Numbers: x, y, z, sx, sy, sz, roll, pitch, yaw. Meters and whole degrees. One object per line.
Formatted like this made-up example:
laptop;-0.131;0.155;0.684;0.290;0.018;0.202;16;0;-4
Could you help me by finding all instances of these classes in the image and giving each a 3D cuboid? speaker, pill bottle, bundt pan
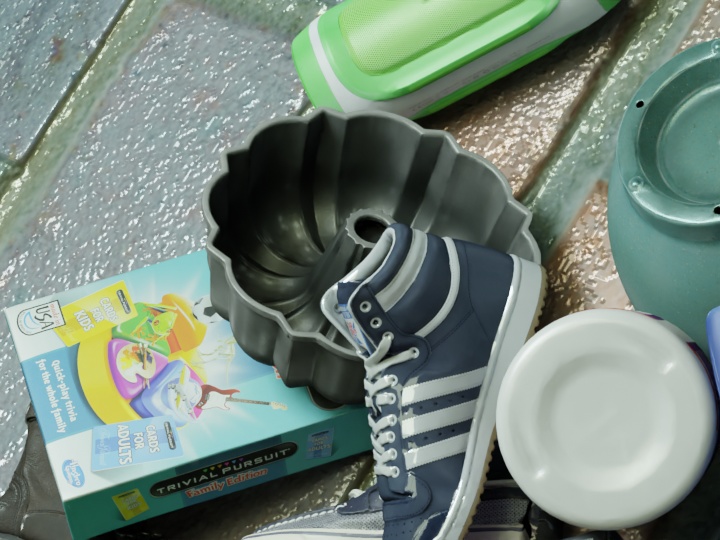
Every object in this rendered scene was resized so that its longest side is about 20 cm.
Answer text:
speaker;0.060;-0.156;1.822;0.200;0.088;0.089;-27;52;13
pill bottle;0.136;0.076;1.557;0.111;0.200;0.112;0;89;9
bundt pan;0.000;0.000;1.721;0.201;0.076;0.202;8;47;-8

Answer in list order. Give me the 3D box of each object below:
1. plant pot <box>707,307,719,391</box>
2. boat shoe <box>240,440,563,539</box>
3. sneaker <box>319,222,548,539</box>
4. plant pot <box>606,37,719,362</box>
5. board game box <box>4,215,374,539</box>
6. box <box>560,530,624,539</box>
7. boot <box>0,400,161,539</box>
plant pot;0.299;0.110;1.449;0.200;0.200;0.180;-13;64;22
boat shoe;0.024;0.139;1.682;0.199;0.075;0.093;-3;54;20
sneaker;0.020;0.072;1.592;0.200;0.108;0.070;-70;16;-10
plant pot;0.219;-0.047;1.633;0.200;0.134;0.201;-14;56;22
board game box;-0.097;0.062;1.760;0.200;0.047;0.151;-17;52;-7
box;0.109;0.253;1.523;0.106;0.122;0.200;-15;57;21
boot;-0.146;0.116;1.789;0.200;0.069;0.174;9;66;33
